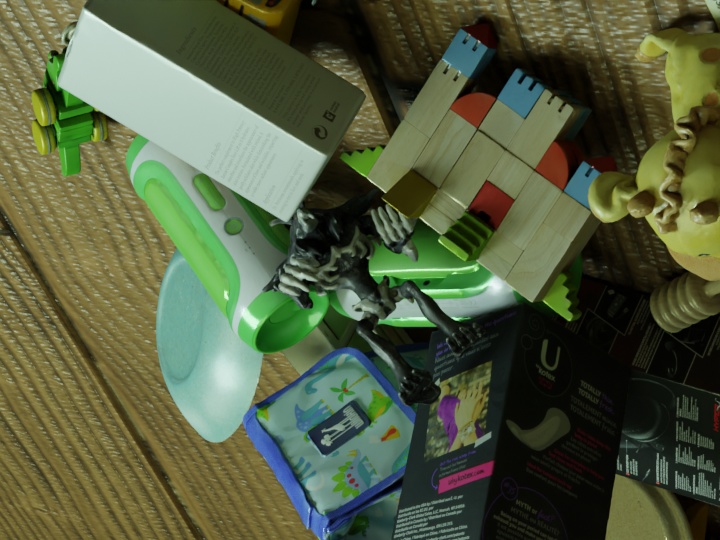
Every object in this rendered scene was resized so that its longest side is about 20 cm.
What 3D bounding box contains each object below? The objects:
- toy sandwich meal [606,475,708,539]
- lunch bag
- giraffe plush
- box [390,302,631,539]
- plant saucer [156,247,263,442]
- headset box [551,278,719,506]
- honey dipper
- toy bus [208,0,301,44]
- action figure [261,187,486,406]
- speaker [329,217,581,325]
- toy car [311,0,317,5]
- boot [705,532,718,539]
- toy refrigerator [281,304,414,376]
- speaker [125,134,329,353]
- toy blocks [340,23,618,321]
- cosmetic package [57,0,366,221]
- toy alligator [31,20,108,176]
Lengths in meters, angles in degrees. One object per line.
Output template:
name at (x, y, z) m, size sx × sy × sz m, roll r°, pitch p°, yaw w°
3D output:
toy sandwich meal at (0.229, 0.253, 1.718) m, size 0.204 × 0.070 × 0.208 m, roll 5°, pitch 97°, yaw 47°
lunch bag at (0.025, 0.147, 1.586) m, size 0.170 × 0.198 × 0.129 m, roll -132°, pitch 40°, yaw -52°
giraffe plush at (0.238, -0.067, 1.255) m, size 0.200 × 0.163 × 0.172 m, roll 44°, pitch 144°, yaw -21°
box at (0.109, 0.145, 1.441) m, size 0.122 × 0.202 × 0.106 m, roll 31°, pitch 149°, yaw -30°
plant saucer at (-0.135, 0.043, 1.667) m, size 0.038 × 0.203 × 0.201 m, roll 4°, pitch 156°, yaw -26°
headset box at (0.208, 0.091, 1.562) m, size 0.198 × 0.078 × 0.150 m, roll 16°, pitch 143°, yaw 22°
honey dipper at (0.287, -0.003, 1.420) m, size 0.038 × 0.038 × 0.199 m, roll 41°, pitch 142°, yaw -16°
toy bus at (-0.098, -0.163, 1.482) m, size 0.078 × 0.065 × 0.201 m, roll 26°, pitch 146°, yaw 4°
action figure at (0.000, 0.000, 1.437) m, size 0.200 × 0.119 × 0.102 m, roll 44°, pitch 167°, yaw 27°
speaker at (0.068, -0.002, 1.527) m, size 0.199 × 0.089 × 0.089 m, roll -2°, pitch 135°, yaw 39°
toy car at (0.043, -0.236, 1.154) m, size 0.157 × 0.201 × 0.164 m, roll 39°, pitch 146°, yaw -12°
boot at (0.336, 0.325, 1.788) m, size 0.199 × 0.065 × 0.186 m, roll 34°, pitch 149°, yaw -13°
toy refrigerator at (-0.012, 0.061, 1.694) m, size 0.070 × 0.076 × 0.201 m, roll -6°, pitch 131°, yaw 42°
speaker at (-0.106, -0.032, 1.564) m, size 0.201 × 0.088 × 0.089 m, roll 53°, pitch 156°, yaw 26°
toy blocks at (0.105, -0.078, 1.388) m, size 0.199 × 0.100 × 0.137 m, roll 37°, pitch 104°, yaw 15°
cosmetic package at (-0.107, -0.130, 1.409) m, size 0.199 × 0.074 × 0.102 m, roll 33°, pitch 145°, yaw -3°
toy alligator at (-0.240, -0.153, 1.618) m, size 0.201 × 0.059 × 0.055 m, roll 104°, pitch 144°, yaw -55°
